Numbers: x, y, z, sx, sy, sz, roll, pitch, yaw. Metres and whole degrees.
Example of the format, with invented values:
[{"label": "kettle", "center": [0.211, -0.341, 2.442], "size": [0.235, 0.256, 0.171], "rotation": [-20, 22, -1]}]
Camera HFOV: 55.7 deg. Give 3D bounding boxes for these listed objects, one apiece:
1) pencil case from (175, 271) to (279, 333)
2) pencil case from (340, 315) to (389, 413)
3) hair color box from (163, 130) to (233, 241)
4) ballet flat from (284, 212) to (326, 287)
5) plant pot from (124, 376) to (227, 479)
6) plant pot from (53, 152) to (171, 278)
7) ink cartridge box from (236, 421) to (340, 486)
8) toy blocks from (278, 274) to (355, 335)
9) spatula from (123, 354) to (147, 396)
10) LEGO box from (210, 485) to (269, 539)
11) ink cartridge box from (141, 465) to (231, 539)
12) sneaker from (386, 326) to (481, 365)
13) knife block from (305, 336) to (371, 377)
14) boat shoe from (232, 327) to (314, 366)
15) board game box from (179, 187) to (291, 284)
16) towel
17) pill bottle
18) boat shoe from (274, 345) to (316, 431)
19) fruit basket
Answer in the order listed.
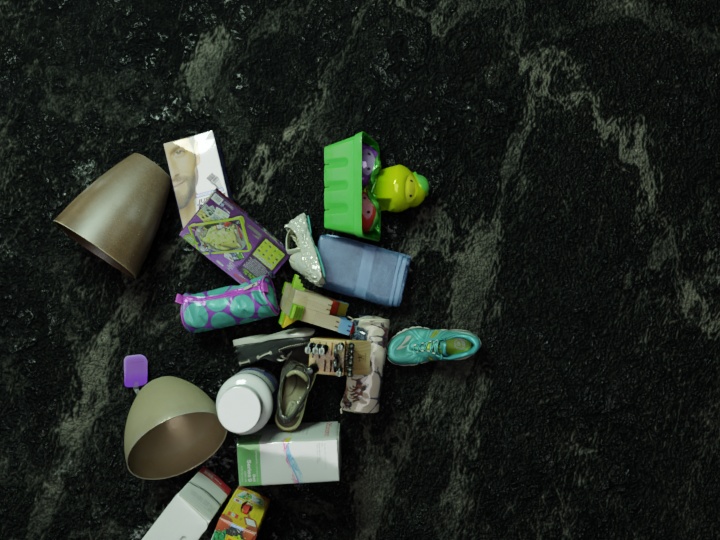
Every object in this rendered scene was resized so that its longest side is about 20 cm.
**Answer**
[{"label": "pencil case", "center": [-0.262, 0.066, 1.362], "size": [0.194, 0.093, 0.087], "rotation": [-13, 48, 11]}, {"label": "pencil case", "center": [0.006, 0.194, 1.381], "size": [0.087, 0.078, 0.206], "rotation": [6, 88, 12]}, {"label": "hair color box", "center": [-0.324, -0.170, 1.397], "size": [0.106, 0.065, 0.206], "rotation": [-14, 87, 0]}, {"label": "ballet flat", "center": [-0.113, -0.034, 1.348], "size": [0.070, 0.202, 0.073], "rotation": [-8, 130, -10]}, {"label": "plant pot", "center": [-0.375, 0.291, 1.338], "size": [0.198, 0.201, 0.136], "rotation": [-34, 53, -1]}, {"label": "plant pot", "center": [-0.467, -0.122, 1.351], "size": [0.184, 0.187, 0.203], "rotation": [32, 75, 1]}, {"label": "ink cartridge box", "center": [-0.134, 0.358, 1.341], "size": [0.194, 0.145, 0.090], "rotation": [-5, 90, -1]}, {"label": "toy blocks", "center": [-0.082, 0.076, 1.342], "size": [0.133, 0.200, 0.103], "rotation": [18, 90, -14]}, {"label": "spatula", "center": [-0.452, 0.277, 1.403], "size": [0.055, 0.021, 0.206], "rotation": [-9, 91, 12]}, {"label": "LEGO box", "center": [-0.245, 0.526, 1.309], "size": [0.075, 0.200, 0.152], "rotation": [22, 88, 0]}, {"label": "ink cartridge box", "center": [-0.339, 0.481, 1.310], "size": [0.082, 0.200, 0.148], "rotation": [39, 88, 2]}, {"label": "sneaker", "center": [0.148, 0.151, 1.382], "size": [0.194, 0.080, 0.080], "rotation": [-7, 88, 0]}, {"label": "knife block", "center": [-0.072, 0.160, 1.281], "size": [0.172, 0.197, 0.066], "rotation": [8, 85, -41]}, {"label": "boat shoe", "center": [-0.172, 0.154, 1.356], "size": [0.195, 0.073, 0.062], "rotation": [-11, 89, 27]}, {"label": "board game box", "center": [-0.248, -0.055, 1.365], "size": [0.199, 0.032, 0.120], "rotation": [41, 99, -20]}, {"label": "towel", "center": [0.000, 0.000, 1.402], "size": [0.194, 0.049, 0.115], "rotation": [15, 88, -1]}, {"label": "pill bottle", "center": [-0.218, 0.252, 1.317], "size": [0.108, 0.200, 0.115], "rotation": [0, 88, 0]}, {"label": "boat shoe", "center": [-0.123, 0.213, 1.353], "size": [0.071, 0.065, 0.205], "rotation": [10, 61, -5]}, {"label": "fruit basket", "center": [0.034, -0.164, 1.367], "size": [0.209, 0.155, 0.223], "rotation": [0, 88, 18]}]
